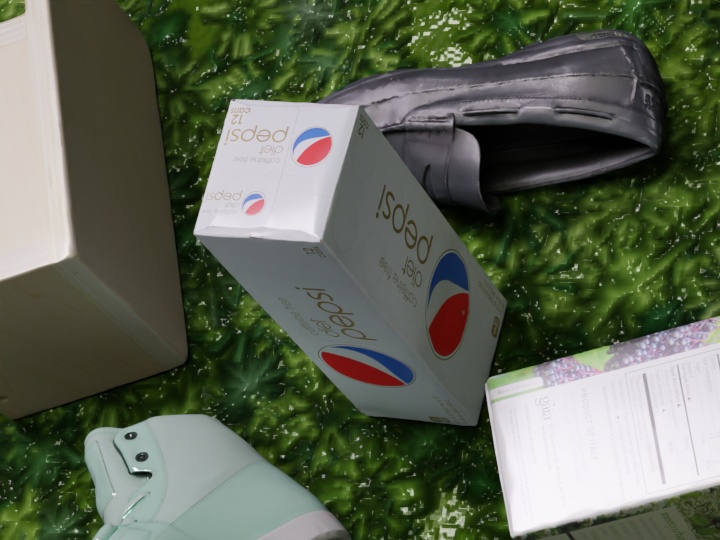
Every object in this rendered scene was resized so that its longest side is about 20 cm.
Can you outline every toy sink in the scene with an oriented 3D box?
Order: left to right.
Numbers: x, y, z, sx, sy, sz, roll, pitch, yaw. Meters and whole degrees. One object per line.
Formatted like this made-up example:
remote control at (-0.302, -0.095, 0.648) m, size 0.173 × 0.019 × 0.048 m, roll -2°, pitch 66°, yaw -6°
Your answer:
toy sink at (-0.173, -0.048, 1.298) m, size 0.112 × 0.130 × 0.200 m, roll -18°, pitch 60°, yaw 15°

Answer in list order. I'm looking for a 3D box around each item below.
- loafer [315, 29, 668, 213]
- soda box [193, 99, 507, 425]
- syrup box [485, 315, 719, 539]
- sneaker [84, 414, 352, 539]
loafer at (0.049, -0.061, 1.245) m, size 0.200 × 0.068 × 0.071 m, roll -13°, pitch 51°, yaw 13°
soda box at (0.000, 0.000, 1.157) m, size 0.064 × 0.200 × 0.068 m, roll 4°, pitch 66°, yaw 26°
syrup box at (0.164, 0.071, 1.124) m, size 0.200 × 0.079 × 0.082 m, roll -17°, pitch 59°, yaw 15°
sneaker at (-0.116, 0.133, 1.177) m, size 0.200 × 0.074 × 0.118 m, roll -21°, pitch 49°, yaw -35°
